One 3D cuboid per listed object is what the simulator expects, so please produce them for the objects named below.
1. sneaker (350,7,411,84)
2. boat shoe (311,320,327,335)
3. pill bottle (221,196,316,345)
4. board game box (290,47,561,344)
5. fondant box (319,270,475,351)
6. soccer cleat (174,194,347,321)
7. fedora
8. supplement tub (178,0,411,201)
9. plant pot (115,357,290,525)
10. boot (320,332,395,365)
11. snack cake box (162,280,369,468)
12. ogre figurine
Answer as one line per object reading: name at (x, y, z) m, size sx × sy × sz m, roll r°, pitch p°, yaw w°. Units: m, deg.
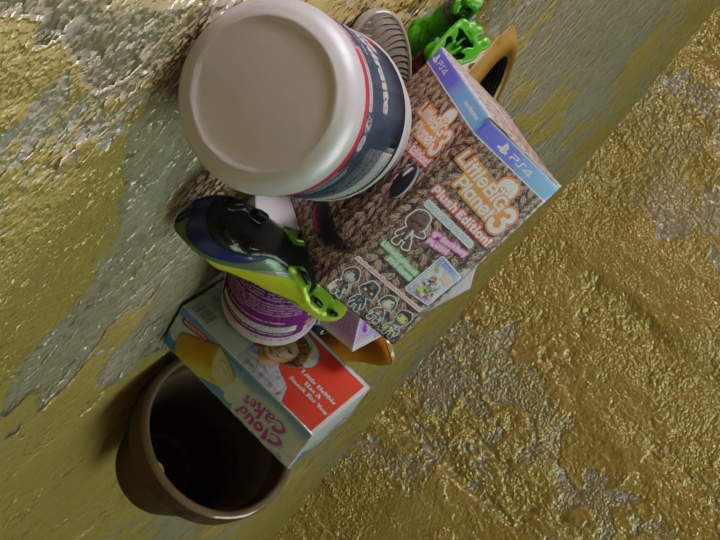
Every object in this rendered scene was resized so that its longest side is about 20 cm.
sneaker at (-0.010, -0.162, 1.206) m, size 0.074 × 0.106 × 0.202 m, roll -5°, pitch 121°, yaw -22°
boat shoe at (0.000, 0.000, 1.469) m, size 0.200 × 0.069 × 0.057 m, roll -39°, pitch 160°, yaw -27°
pill bottle at (-0.079, -0.014, 1.299) m, size 0.112 × 0.112 × 0.200 m, roll -41°, pitch 166°, yaw -29°
board game box at (0.050, -0.067, 1.111) m, size 0.200 × 0.097 × 0.160 m, roll -44°, pitch -151°, yaw 13°
fondant box at (0.053, -0.014, 1.397) m, size 0.199 × 0.058 × 0.145 m, roll -25°, pitch 140°, yaw -38°
soccer cleat at (-0.086, -0.012, 1.178) m, size 0.200 × 0.083 × 0.065 m, roll 34°, pitch 64°, yaw -40°
fedora at (0.097, -0.197, 1.406) m, size 0.201 × 0.081 × 0.201 m, roll -54°, pitch 166°, yaw -19°
supplement tub at (-0.042, -0.125, 0.978) m, size 0.141 × 0.140 × 0.200 m, roll -49°, pitch 169°, yaw 12°
plant pot at (-0.205, 0.216, 1.506) m, size 0.200 × 0.201 × 0.174 m, roll -37°, pitch -178°, yaw -43°
boot at (-0.050, 0.109, 1.705) m, size 0.143 × 0.071 × 0.201 m, roll -21°, pitch -162°, yaw -20°
snack cake box at (-0.103, 0.103, 1.393) m, size 0.115 × 0.200 × 0.067 m, roll -33°, pitch 163°, yaw -50°
ogre figurine at (0.064, -0.181, 1.245) m, size 0.097 × 0.202 × 0.120 m, roll -6°, pitch -168°, yaw -19°
